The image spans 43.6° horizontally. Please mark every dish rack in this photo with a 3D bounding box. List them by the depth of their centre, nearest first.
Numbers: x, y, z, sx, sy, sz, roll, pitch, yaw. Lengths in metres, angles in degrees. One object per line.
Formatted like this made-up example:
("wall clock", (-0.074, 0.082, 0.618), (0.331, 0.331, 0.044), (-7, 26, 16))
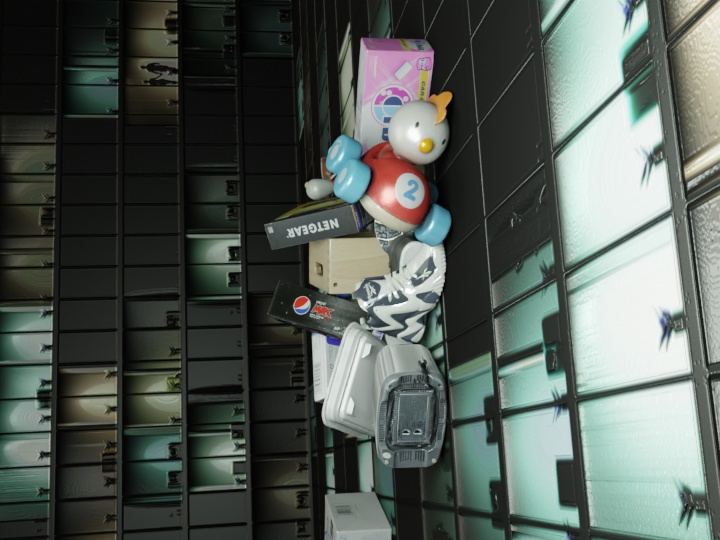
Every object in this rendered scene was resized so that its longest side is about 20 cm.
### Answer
("dish rack", (0.011, 0.192, 1.520), (0.200, 0.043, 0.175), (39, -116, -61))

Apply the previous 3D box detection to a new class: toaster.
("toaster", (0.074, 0.205, 1.440), (0.130, 0.111, 0.204), (-107, 17, -67))

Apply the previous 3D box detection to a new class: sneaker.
("sneaker", (0.054, 0.025, 1.436), (0.080, 0.127, 0.201), (-100, 22, -46))
("sneaker", (0.077, 0.031, 1.550), (0.099, 0.069, 0.204), (-108, 25, -67))
("sneaker", (0.066, -0.120, 1.626), (0.087, 0.076, 0.204), (79, -167, -72))

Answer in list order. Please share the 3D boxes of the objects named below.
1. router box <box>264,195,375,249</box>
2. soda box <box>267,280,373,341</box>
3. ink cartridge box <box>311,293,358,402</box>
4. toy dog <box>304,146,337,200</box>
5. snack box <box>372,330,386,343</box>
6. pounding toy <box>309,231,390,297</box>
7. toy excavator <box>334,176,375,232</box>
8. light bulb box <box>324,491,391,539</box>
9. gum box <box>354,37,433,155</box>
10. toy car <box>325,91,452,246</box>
("router box", (-0.057, -0.101, 1.684), (0.157, 0.197, 0.053), (-36, -68, -57))
("soda box", (-0.066, 0.081, 1.650), (0.072, 0.196, 0.063), (-70, -21, -11))
("ink cartridge box", (-0.010, 0.161, 1.744), (0.043, 0.198, 0.202), (-23, 62, 42))
("toy dog", (-0.054, -0.203, 1.994), (0.095, 0.198, 0.134), (22, 95, 38))
("snack box", (0.034, 0.132, 1.628), (0.072, 0.024, 0.203), (72, -143, -63))
("pounding toy", (0.000, 0.000, 1.744), (0.200, 0.180, 0.146), (-161, 70, -71))
("toy excavator", (0.013, -0.146, 1.855), (0.192, 0.198, 0.102), (10, 104, 36))
("light bulb box", (-0.009, 0.620, 1.970), (0.198, 0.122, 0.205), (-138, 48, -77))
("gum box", (0.052, -0.279, 1.507), (0.067, 0.111, 0.204), (-106, 18, -58))
("toy car", (0.077, -0.177, 1.346), (0.202, 0.182, 0.178), (-56, 24, 21))
